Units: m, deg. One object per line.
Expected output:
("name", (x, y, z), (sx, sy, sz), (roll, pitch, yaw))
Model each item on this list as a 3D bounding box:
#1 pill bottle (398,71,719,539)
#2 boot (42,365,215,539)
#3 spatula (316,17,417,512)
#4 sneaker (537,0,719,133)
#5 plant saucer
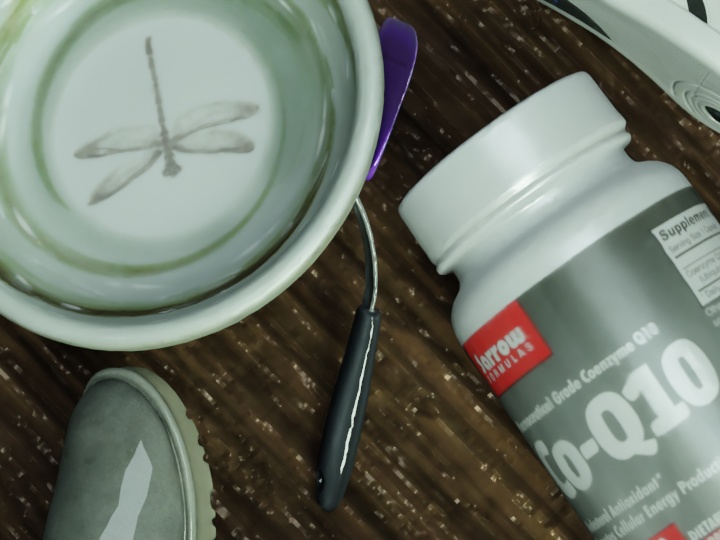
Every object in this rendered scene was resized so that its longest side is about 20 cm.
("pill bottle", (0.108, 0.030, 1.133), (0.114, 0.114, 0.200), (-34, 83, -11))
("boot", (-0.143, 0.130, 1.048), (0.199, 0.072, 0.183), (-1, 87, -47))
("spatula", (0.000, 0.000, 1.143), (0.020, 0.057, 0.201), (2, 100, -17))
("sneaker", (0.147, -0.136, 1.191), (0.200, 0.073, 0.112), (35, 79, 4))
("plant saucer", (-0.082, -0.061, 1.152), (0.199, 0.050, 0.201), (-4, 74, 14))
